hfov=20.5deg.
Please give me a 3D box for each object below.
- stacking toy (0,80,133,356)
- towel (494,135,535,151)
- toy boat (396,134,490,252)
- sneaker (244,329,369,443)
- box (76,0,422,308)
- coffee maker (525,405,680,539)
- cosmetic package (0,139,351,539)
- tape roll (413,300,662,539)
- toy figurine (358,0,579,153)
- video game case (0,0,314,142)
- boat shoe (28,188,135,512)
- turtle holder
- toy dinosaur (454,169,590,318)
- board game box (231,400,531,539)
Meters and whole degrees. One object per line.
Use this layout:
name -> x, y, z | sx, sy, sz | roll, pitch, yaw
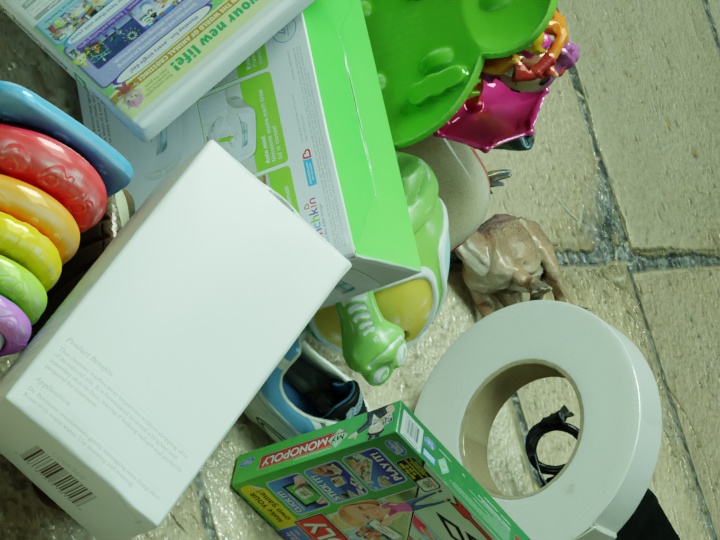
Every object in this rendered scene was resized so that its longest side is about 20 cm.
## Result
stacking toy -> -0.210, 0.006, 1.098 | 0.110, 0.116, 0.200 | 38, 53, -38
towel -> 0.081, -0.165, 1.629 | 0.147, 0.022, 0.200 | 63, -10, -10
toy boat -> 0.004, -0.097, 1.510 | 0.200, 0.130, 0.131 | 57, 1, -22
sneaker -> -0.013, 0.116, 1.360 | 0.200, 0.072, 0.072 | 49, 44, -28
box -> -0.077, -0.070, 1.271 | 0.097, 0.176, 0.200 | 14, 59, -60
coffee maker -> 0.153, 0.240, 1.528 | 0.192, 0.135, 0.200 | 47, 29, 2
cosmetic package -> -0.110, 0.039, 1.108 | 0.113, 0.081, 0.200 | 43, 60, -10
tape roll -> 0.126, 0.121, 1.462 | 0.037, 0.203, 0.203 | 30, 47, -48
toy figurine -> 0.082, -0.148, 1.355 | 0.184, 0.200, 0.150 | 13, 61, -59
video game case -> -0.116, -0.197, 1.224 | 0.182, 0.200, 0.022 | 42, -14, 24
boat shoe -> -0.152, 0.048, 1.184 | 0.075, 0.075, 0.203 | 25, 63, -50
turtle holder -> 0.007, -0.006, 1.374 | 0.141, 0.185, 0.132 | -30, 120, -20
toy dinosaur -> 0.121, -0.020, 1.671 | 0.200, 0.086, 0.136 | 18, 50, -61
board game box -> 0.027, 0.174, 1.331 | 0.200, 0.134, 0.029 | 48, 35, -32
